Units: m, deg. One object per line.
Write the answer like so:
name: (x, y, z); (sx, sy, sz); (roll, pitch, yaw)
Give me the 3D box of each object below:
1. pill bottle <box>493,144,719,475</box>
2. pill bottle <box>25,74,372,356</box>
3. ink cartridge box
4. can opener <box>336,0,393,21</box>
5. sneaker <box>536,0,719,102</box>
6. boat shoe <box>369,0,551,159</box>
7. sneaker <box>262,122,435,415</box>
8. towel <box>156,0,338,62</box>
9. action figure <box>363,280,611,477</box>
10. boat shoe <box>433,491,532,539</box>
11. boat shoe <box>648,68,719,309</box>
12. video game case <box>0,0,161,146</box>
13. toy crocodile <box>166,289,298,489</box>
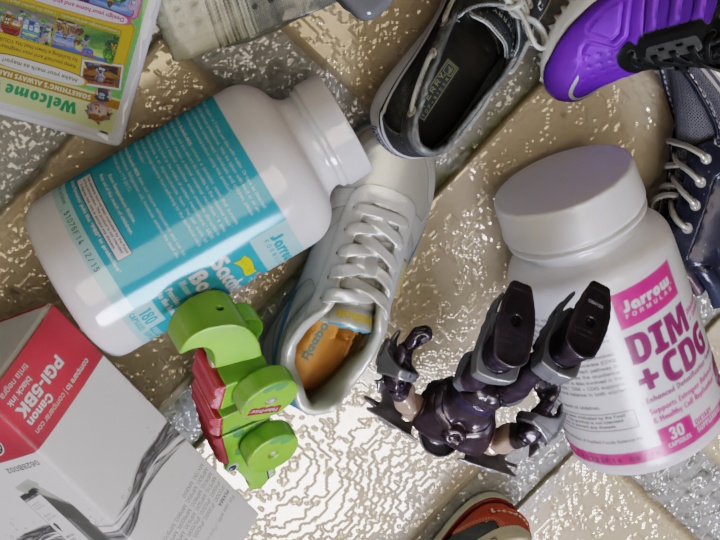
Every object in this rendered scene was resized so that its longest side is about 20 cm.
pill bottle: (0.164, 0.026, 1.098); (0.113, 0.113, 0.200); (-25, 113, -4)
pill bottle: (-0.095, -0.041, 1.013); (0.200, 0.111, 0.111); (-31, 114, 0)
ink cartridge box: (-0.186, 0.129, 1.030); (0.147, 0.083, 0.200); (-18, 122, 43)
can opener: (-0.040, -0.237, 0.955); (0.067, 0.053, 0.200); (-43, 114, 2)
sneaker: (0.198, -0.151, 1.012); (0.200, 0.100, 0.070); (-41, 157, 30)
boat shoe: (0.078, -0.156, 1.016); (0.074, 0.068, 0.199); (40, 81, -21)
sneaker: (0.000, 0.000, 1.068); (0.076, 0.081, 0.200); (17, 104, -17)
towel: (-0.061, -0.244, 0.995); (0.192, 0.035, 0.200); (-21, 111, -8)
action figure: (0.081, 0.071, 1.048); (0.130, 0.069, 0.200); (15, 150, -16)
boat shoe: (0.056, 0.252, 1.184); (0.071, 0.063, 0.200); (30, 102, -23)
boat shoe: (0.228, -0.064, 1.100); (0.093, 0.075, 0.200); (-36, 114, -5)
video game case: (-0.213, -0.184, 0.962); (0.200, 0.022, 0.182); (15, 110, -10)
toy crocodile: (-0.080, 0.081, 1.045); (0.062, 0.068, 0.200); (-23, 151, -15)
